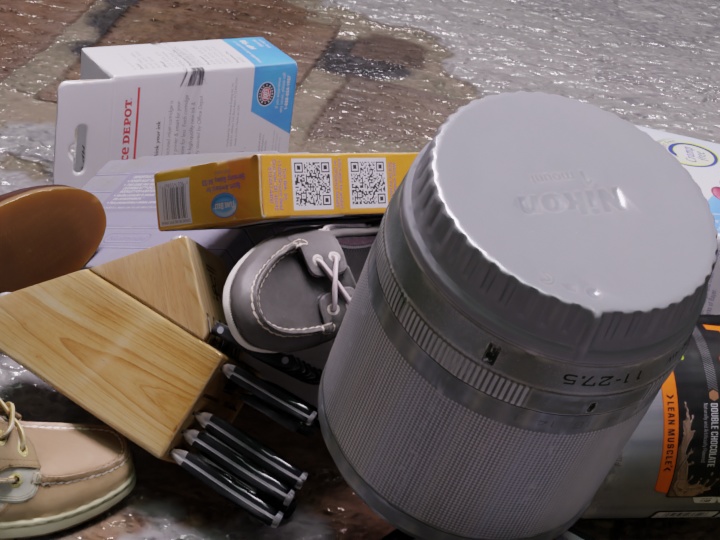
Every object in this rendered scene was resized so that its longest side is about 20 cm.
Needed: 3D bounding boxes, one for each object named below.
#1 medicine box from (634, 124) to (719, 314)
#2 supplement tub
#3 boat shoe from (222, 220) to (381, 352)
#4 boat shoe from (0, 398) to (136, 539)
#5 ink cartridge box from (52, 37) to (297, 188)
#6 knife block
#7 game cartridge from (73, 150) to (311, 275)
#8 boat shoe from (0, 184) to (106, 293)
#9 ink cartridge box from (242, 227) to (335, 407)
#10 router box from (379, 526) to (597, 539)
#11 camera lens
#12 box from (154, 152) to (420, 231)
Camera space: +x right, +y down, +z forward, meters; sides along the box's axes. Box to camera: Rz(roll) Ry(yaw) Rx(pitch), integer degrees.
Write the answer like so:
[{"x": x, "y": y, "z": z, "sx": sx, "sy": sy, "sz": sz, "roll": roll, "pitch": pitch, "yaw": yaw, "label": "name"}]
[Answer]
[{"x": 0.195, "y": -0.034, "z": 1.230, "sx": 0.199, "sy": 0.104, "sz": 0.182, "roll": 15, "pitch": 27, "yaw": 10, "label": "medicine box"}, {"x": 0.208, "y": 0.087, "z": 0.976, "sx": 0.198, "sy": 0.123, "sz": 0.123, "roll": 1, "pitch": 28, "yaw": -14, "label": "supplement tub"}, {"x": 0.000, "y": 0.000, "z": 0.926, "sx": 0.057, "sy": 0.067, "sz": 0.200, "roll": -19, "pitch": -2, "yaw": 35, "label": "boat shoe"}, {"x": -0.212, "y": 0.103, "z": 0.879, "sx": 0.199, "sy": 0.067, "sz": 0.074, "roll": -5, "pitch": 28, "yaw": -34, "label": "boat shoe"}, {"x": -0.156, "y": -0.114, "z": 1.269, "sx": 0.199, "sy": 0.117, "sz": 0.067, "roll": -8, "pitch": 31, "yaw": -30, "label": "ink cartridge box"}, {"x": -0.116, "y": 0.080, "z": 0.943, "sx": 0.199, "sy": 0.177, "sz": 0.064, "roll": -17, "pitch": -19, "yaw": 13, "label": "knife block"}, {"x": -0.131, "y": -0.031, "z": 1.094, "sx": 0.199, "sy": 0.039, "sz": 0.130, "roll": 1, "pitch": 36, "yaw": 40, "label": "game cartridge"}, {"x": -0.259, "y": -0.001, "z": 1.033, "sx": 0.199, "sy": 0.071, "sz": 0.070, "roll": -30, "pitch": 29, "yaw": -28, "label": "boat shoe"}, {"x": -0.007, "y": 0.011, "z": 1.102, "sx": 0.145, "sy": 0.086, "sz": 0.200, "roll": 7, "pitch": 29, "yaw": -4, "label": "ink cartridge box"}, {"x": 0.060, "y": 0.188, "z": 0.811, "sx": 0.149, "sy": 0.051, "sz": 0.200, "roll": 26, "pitch": 31, "yaw": 30, "label": "router box"}, {"x": 0.073, "y": 0.032, "z": 0.816, "sx": 0.159, "sy": 0.201, "sz": 0.161, "roll": 11, "pitch": 45, "yaw": -11, "label": "camera lens"}, {"x": -0.010, "y": -0.048, "z": 0.986, "sx": 0.199, "sy": 0.042, "sz": 0.119, "roll": -1, "pitch": -2, "yaw": -36, "label": "box"}]
